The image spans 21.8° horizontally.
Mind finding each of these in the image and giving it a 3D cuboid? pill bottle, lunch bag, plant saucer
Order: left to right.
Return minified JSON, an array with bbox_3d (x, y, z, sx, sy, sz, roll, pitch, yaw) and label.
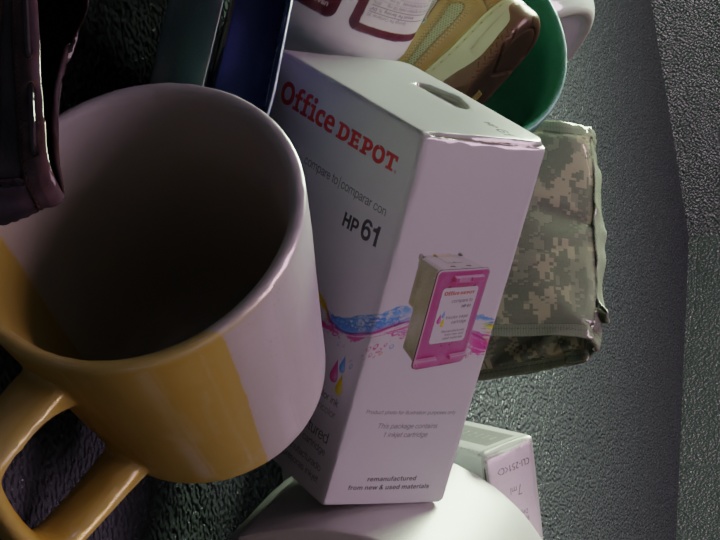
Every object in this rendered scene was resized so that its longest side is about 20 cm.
[{"bbox_3d":[-0.086,-0.115,0.945,0.200,0.027,0.201,-167,-90,-85],"label":"plant saucer"},{"bbox_3d":[-0.004,-0.182,1.037,0.200,0.109,0.110,-61,175,20],"label":"pill bottle"},{"bbox_3d":[0.077,-0.012,1.311,0.118,0.199,0.165,53,36,-62],"label":"lunch bag"}]

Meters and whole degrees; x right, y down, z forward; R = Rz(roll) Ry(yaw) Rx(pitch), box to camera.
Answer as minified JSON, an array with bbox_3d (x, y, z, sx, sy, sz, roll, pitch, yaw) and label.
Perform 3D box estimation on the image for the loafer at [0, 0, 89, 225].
[{"bbox_3d":[-0.140,-0.102,0.807,0.072,0.063,0.201,64,27,-54],"label":"loafer"}]

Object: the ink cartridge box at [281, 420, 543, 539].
[{"bbox_3d":[0.030,0.173,1.136,0.045,0.200,0.177,-15,105,-37],"label":"ink cartridge box"}]

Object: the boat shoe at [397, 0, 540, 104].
[{"bbox_3d":[0.016,-0.099,1.123,0.200,0.076,0.072,-46,163,-3],"label":"boat shoe"}]

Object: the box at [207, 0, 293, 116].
[{"bbox_3d":[-0.068,-0.069,0.958,0.200,0.032,0.121,113,-12,-51],"label":"box"}]

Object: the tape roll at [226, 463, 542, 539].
[{"bbox_3d":[0.003,0.210,0.999,0.139,0.202,0.203,-36,122,-71],"label":"tape roll"}]

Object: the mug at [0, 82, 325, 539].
[{"bbox_3d":[-0.099,0.028,0.845,0.153,0.186,0.150,71,-7,-54],"label":"mug"}]

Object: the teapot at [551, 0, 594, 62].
[{"bbox_3d":[0.075,-0.200,1.444,0.146,0.197,0.200,53,-24,14],"label":"teapot"}]

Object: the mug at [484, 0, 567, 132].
[{"bbox_3d":[0.035,-0.141,1.235,0.152,0.185,0.114,-38,174,-27],"label":"mug"}]

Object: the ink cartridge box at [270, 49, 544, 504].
[{"bbox_3d":[0.000,0.000,0.973,0.084,0.144,0.201,4,109,-37],"label":"ink cartridge box"}]
